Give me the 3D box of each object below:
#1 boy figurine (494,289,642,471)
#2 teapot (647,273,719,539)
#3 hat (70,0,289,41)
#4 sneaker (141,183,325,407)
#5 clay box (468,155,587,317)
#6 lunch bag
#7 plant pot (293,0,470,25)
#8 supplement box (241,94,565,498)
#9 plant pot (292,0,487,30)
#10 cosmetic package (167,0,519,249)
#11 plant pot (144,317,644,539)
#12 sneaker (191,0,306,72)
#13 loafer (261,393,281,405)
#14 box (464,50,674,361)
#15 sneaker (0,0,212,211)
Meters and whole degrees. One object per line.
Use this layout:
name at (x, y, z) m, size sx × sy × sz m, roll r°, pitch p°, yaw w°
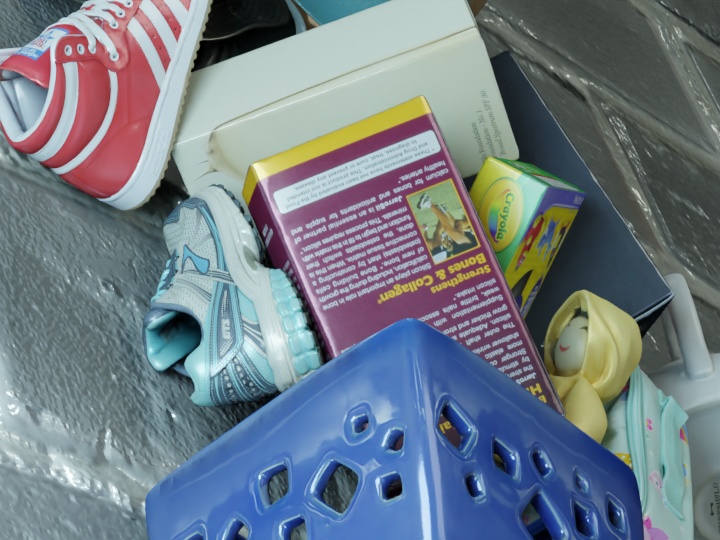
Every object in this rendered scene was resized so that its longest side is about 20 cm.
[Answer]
boy figurine at (0.100, 0.098, 1.539) m, size 0.064 × 0.200 × 0.124 m, roll 44°, pitch -11°, yaw -17°
teapot at (0.244, 0.135, 1.801) m, size 0.197 × 0.200 × 0.146 m, roll 30°, pitch 14°, yaw -13°
hat at (-0.127, -0.221, 1.667) m, size 0.200 × 0.081 × 0.201 m, roll 15°, pitch 23°, yaw -6°
sneaker at (-0.091, 0.014, 1.472) m, size 0.200 × 0.086 × 0.078 m, roll -131°, pitch -157°, yaw -60°
clay box at (0.065, 0.031, 1.566) m, size 0.048 × 0.200 × 0.115 m, roll 27°, pitch 8°, yaw 15°
lunch bag at (0.131, 0.145, 1.587) m, size 0.077 × 0.160 × 0.200 m, roll 42°, pitch 25°, yaw -21°
plant pot at (0.013, -0.247, 1.703) m, size 0.200 × 0.135 × 0.200 m, roll 42°, pitch -12°, yaw 11°
supplement box at (0.022, 0.018, 1.457) m, size 0.086 × 0.110 × 0.201 m, roll 121°, pitch -54°, yaw -79°
plant pot at (0.004, -0.194, 1.876) m, size 0.201 × 0.200 × 0.093 m, roll -103°, pitch 180°, yaw -46°
cosmetic package at (-0.014, -0.091, 1.579) m, size 0.073 × 0.199 × 0.104 m, roll -108°, pitch 176°, yaw -51°
plant pot at (0.024, 0.176, 1.303) m, size 0.200 × 0.200 × 0.180 m, roll 35°, pitch 34°, yaw -36°
sneaker at (-0.093, -0.154, 1.724) m, size 0.099 × 0.071 × 0.200 m, roll 43°, pitch 28°, yaw -32°
loafer at (-0.001, 0.024, 1.576) m, size 0.201 × 0.068 × 0.070 m, roll -60°, pitch 137°, yaw -35°
box at (0.099, -0.013, 1.724) m, size 0.200 × 0.104 × 0.182 m, roll 57°, pitch -14°, yaw 11°
sneaker at (-0.155, -0.147, 1.520) m, size 0.112 × 0.071 × 0.201 m, roll 25°, pitch 66°, yaw -40°
